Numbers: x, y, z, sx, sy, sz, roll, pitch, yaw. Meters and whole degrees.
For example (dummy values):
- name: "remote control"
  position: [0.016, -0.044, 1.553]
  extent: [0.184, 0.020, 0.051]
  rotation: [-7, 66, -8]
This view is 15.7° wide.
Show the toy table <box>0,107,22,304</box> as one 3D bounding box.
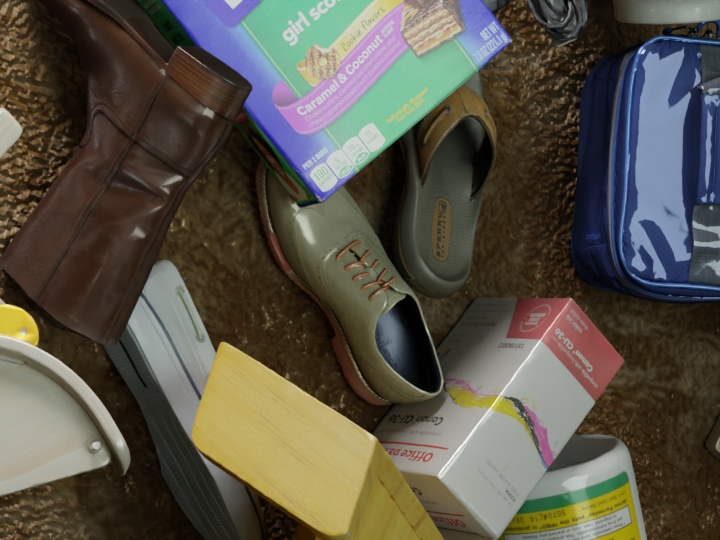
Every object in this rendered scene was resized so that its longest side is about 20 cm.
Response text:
- name: "toy table"
  position: [-0.285, -0.018, 1.531]
  extent: [0.184, 0.117, 0.201]
  rotation: [37, 70, -27]

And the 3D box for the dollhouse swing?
- name: "dollhouse swing"
  position: [-0.048, 0.191, 1.600]
  extent: [0.176, 0.181, 0.200]
  rotation: [-52, 148, -13]

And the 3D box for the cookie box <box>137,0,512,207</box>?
- name: "cookie box"
  position: [-0.032, -0.170, 1.675]
  extent: [0.171, 0.075, 0.200]
  rotation: [-40, 97, -13]

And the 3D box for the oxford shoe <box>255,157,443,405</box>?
- name: "oxford shoe"
  position: [0.000, 0.000, 1.737]
  extent: [0.071, 0.074, 0.200]
  rotation: [-40, 110, -25]

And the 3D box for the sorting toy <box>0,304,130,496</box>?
- name: "sorting toy"
  position: [-0.238, 0.106, 1.515]
  extent: [0.199, 0.180, 0.107]
  rotation: [-16, 75, -7]

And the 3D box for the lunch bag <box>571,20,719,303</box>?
- name: "lunch bag"
  position: [0.233, -0.077, 1.834]
  extent: [0.135, 0.132, 0.201]
  rotation: [3, 88, -14]

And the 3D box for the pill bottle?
- name: "pill bottle"
  position: [0.150, 0.224, 1.812]
  extent: [0.112, 0.113, 0.201]
  rotation: [-17, 99, -31]

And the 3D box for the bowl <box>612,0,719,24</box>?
- name: "bowl"
  position: [0.215, -0.228, 1.809]
  extent: [0.199, 0.200, 0.108]
  rotation: [-10, 103, -32]

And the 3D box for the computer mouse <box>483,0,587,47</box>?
- name: "computer mouse"
  position: [0.043, -0.186, 1.758]
  extent: [0.199, 0.053, 0.139]
  rotation: [-24, 94, -11]

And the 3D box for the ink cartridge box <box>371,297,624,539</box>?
- name: "ink cartridge box"
  position: [0.073, 0.112, 1.759]
  extent: [0.068, 0.116, 0.200]
  rotation: [47, 66, -23]

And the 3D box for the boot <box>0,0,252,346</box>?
- name: "boot"
  position: [-0.183, -0.072, 1.624]
  extent: [0.200, 0.186, 0.064]
  rotation: [-60, 156, 13]

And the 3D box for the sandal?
- name: "sandal"
  position: [0.059, -0.082, 1.777]
  extent: [0.081, 0.055, 0.201]
  rotation: [14, 70, -33]

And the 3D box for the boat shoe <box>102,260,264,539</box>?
- name: "boat shoe"
  position: [-0.099, 0.088, 1.674]
  extent: [0.067, 0.073, 0.201]
  rotation: [-33, 108, -29]

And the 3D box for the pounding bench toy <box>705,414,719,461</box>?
- name: "pounding bench toy"
  position: [0.386, 0.086, 1.937]
  extent: [0.124, 0.156, 0.200]
  rotation: [40, 69, -26]
